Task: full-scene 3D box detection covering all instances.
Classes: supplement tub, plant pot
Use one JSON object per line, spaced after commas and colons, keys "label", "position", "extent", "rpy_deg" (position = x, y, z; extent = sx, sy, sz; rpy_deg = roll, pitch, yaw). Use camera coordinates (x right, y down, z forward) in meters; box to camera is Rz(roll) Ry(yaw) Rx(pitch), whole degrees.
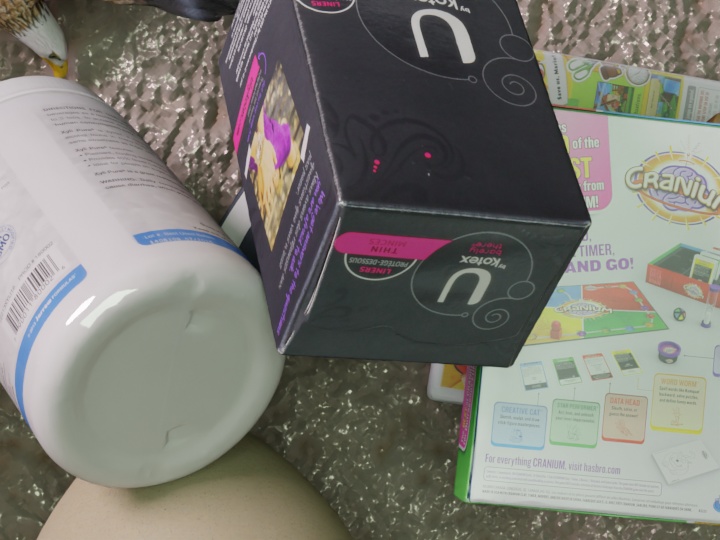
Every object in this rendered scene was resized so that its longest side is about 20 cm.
{"label": "supplement tub", "position": [-0.134, 0.002, 0.983], "extent": [0.132, 0.200, 0.132], "rpy_deg": [-17, 129, -22]}
{"label": "plant pot", "position": [-0.086, 0.157, 1.016], "extent": [0.200, 0.200, 0.135], "rpy_deg": [-7, 58, -2]}

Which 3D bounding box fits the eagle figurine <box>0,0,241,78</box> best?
{"label": "eagle figurine", "position": [-0.168, -0.164, 1.040], "extent": [0.200, 0.151, 0.152], "rpy_deg": [-20, 70, 8]}

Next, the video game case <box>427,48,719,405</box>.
{"label": "video game case", "position": [0.142, -0.013, 1.097], "extent": [0.182, 0.023, 0.200], "rpy_deg": [10, 89, -2]}

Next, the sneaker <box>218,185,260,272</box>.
{"label": "sneaker", "position": [0.000, -0.001, 1.050], "extent": [0.146, 0.077, 0.203], "rpy_deg": [26, 87, 15]}

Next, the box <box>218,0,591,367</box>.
{"label": "box", "position": [0.014, -0.065, 0.934], "extent": [0.122, 0.106, 0.200], "rpy_deg": [3, 48, -20]}

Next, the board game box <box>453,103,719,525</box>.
{"label": "board game box", "position": [0.133, 0.022, 0.992], "extent": [0.153, 0.040, 0.200], "rpy_deg": [7, 88, -6]}

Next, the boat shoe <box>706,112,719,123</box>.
{"label": "boat shoe", "position": [0.175, 0.018, 1.050], "extent": [0.069, 0.071, 0.200], "rpy_deg": [26, 87, 1]}
